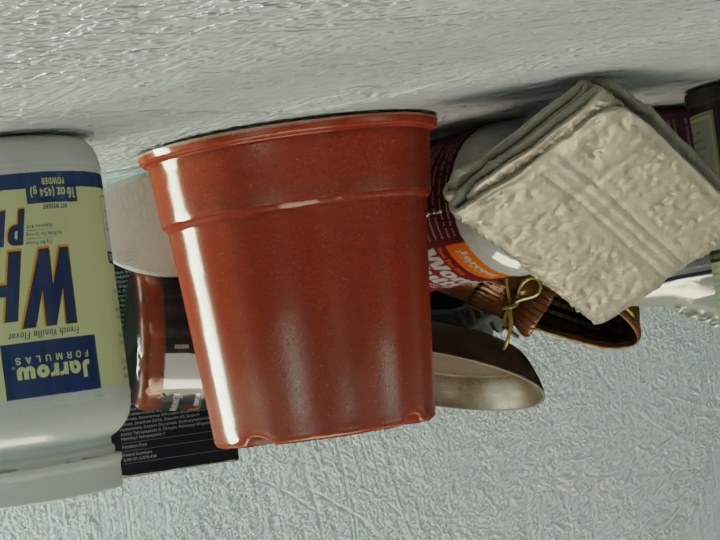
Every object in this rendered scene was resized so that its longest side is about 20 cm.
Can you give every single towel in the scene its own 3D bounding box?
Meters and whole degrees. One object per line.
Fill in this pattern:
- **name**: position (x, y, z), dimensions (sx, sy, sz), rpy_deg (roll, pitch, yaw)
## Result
- **towel**: position (0.152, -0.043, 1.282), dimensions (0.132, 0.035, 0.200), rpy_deg (-35, 138, 18)

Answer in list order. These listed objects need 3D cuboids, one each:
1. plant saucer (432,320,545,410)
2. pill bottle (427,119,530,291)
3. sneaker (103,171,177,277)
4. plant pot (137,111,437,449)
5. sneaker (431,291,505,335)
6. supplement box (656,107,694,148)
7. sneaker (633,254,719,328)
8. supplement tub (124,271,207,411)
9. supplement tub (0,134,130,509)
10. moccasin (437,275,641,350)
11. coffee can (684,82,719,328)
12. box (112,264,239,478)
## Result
- **plant saucer**: position (0.055, 0.074, 1.634), dimensions (0.198, 0.035, 0.200), rpy_deg (10, 165, 3)
- **pill bottle**: position (0.089, -0.047, 1.423), dimensions (0.109, 0.111, 0.199), rpy_deg (-7, 178, -33)
- **sneaker**: position (-0.114, -0.042, 1.445), dimensions (0.199, 0.076, 0.088), rpy_deg (-8, -170, -28)
- **plant pot**: position (-0.035, 0.010, 1.311), dimensions (0.199, 0.197, 0.201), rpy_deg (-8, 179, 0)
- **sneaker**: position (0.120, -0.017, 1.647), dimensions (0.200, 0.087, 0.074), rpy_deg (-41, -153, 18)
- **supplement box**: position (0.244, -0.067, 1.549), dimensions (0.199, 0.104, 0.131), rpy_deg (-7, 178, -36)
- **sneaker**: position (0.276, 0.015, 1.524), dimensions (0.198, 0.071, 0.073), rpy_deg (-11, 176, 18)
- **supplement tub**: position (-0.069, 0.047, 1.451), dimensions (0.198, 0.108, 0.107), rpy_deg (-1, 177, -12)
- **supplement tub**: position (-0.208, 0.032, 1.142), dimensions (0.144, 0.202, 0.145), rpy_deg (-8, 178, 0)
- **moccasin**: position (0.133, 0.019, 1.574), dimensions (0.200, 0.078, 0.074), rpy_deg (22, 120, -27)
- **coffee can**: position (0.310, -0.033, 1.384), dimensions (0.145, 0.202, 0.146), rpy_deg (-8, 179, 0)
- **box**: position (-0.179, 0.067, 1.583), dimensions (0.103, 0.184, 0.200), rpy_deg (-7, 178, -20)
